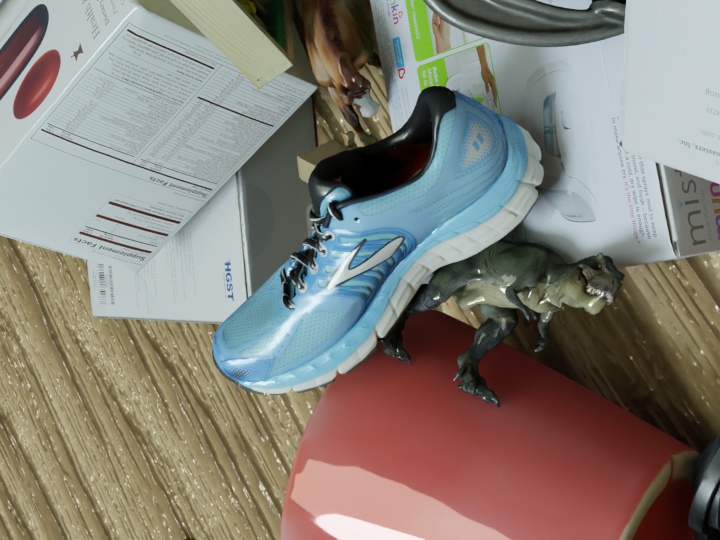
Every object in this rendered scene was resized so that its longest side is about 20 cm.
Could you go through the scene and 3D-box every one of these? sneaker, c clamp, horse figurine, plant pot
[{"bbox_3d":[-0.008,-0.021,0.657,0.200,0.090,0.078,-43,39,12],"label":"sneaker"},{"bbox_3d":[0.116,-0.189,0.600,0.170,0.027,0.201,24,86,1],"label":"c clamp"},{"bbox_3d":[-0.011,-0.167,0.788,0.050,0.133,0.201,-11,70,16],"label":"horse figurine"},{"bbox_3d":[0.084,0.140,0.716,0.177,0.200,0.201,16,108,33],"label":"plant pot"}]

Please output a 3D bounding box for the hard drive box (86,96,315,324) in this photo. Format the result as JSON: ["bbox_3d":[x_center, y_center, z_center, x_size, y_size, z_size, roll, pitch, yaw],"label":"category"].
[{"bbox_3d":[-0.122,-0.043,0.966,0.200,0.077,0.157,1,97,46],"label":"hard drive box"}]

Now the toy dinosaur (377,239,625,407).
[{"bbox_3d":[0.054,0.014,0.674,0.200,0.047,0.088,20,82,46],"label":"toy dinosaur"}]

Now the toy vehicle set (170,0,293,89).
[{"bbox_3d":[-0.090,-0.207,0.765,0.026,0.124,0.200,-32,35,21],"label":"toy vehicle set"}]

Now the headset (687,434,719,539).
[{"bbox_3d":[0.229,0.102,0.645,0.123,0.094,0.201,1,112,42],"label":"headset"}]

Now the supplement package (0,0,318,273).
[{"bbox_3d":[-0.165,-0.144,0.848,0.200,0.147,0.192,-42,51,28],"label":"supplement package"}]

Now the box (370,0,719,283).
[{"bbox_3d":[0.106,-0.096,0.705,0.176,0.096,0.201,-12,87,46],"label":"box"}]

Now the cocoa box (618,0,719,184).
[{"bbox_3d":[0.227,-0.101,0.534,0.200,0.131,0.134,27,132,41],"label":"cocoa box"}]

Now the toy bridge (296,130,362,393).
[{"bbox_3d":[0.000,0.000,0.845,0.027,0.067,0.201,29,135,41],"label":"toy bridge"}]
